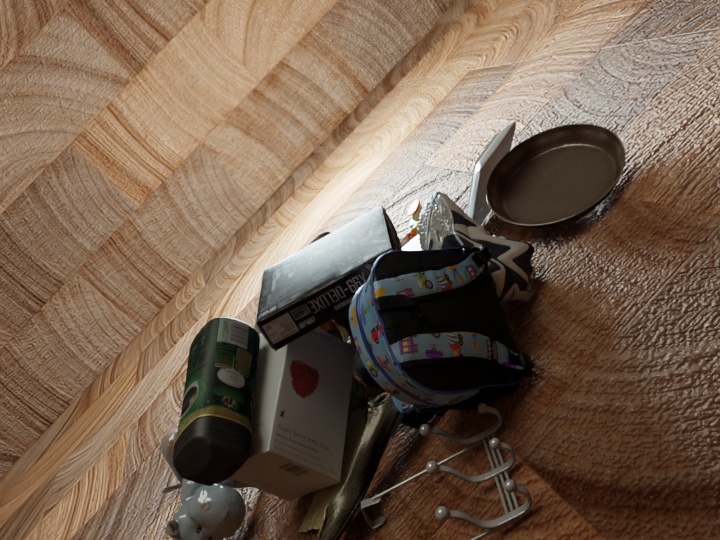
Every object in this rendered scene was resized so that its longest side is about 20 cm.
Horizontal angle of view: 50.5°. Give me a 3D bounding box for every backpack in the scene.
[{"bbox_3d":[0.070,0.070,0.845,0.198,0.185,0.134,-1,-24,-43],"label":"backpack"}]

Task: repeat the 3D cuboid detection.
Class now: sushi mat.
[{"bbox_3d":[-0.014,0.254,1.005,0.095,0.012,0.201,-29,24,44],"label":"sushi mat"}]

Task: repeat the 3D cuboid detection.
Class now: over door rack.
[{"bbox_3d":[0.070,0.233,0.774,0.200,0.067,0.148,-41,17,13],"label":"over door rack"}]

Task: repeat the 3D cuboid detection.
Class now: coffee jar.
[{"bbox_3d":[-0.182,0.166,0.978,0.104,0.085,0.202,-48,29,36],"label":"coffee jar"}]

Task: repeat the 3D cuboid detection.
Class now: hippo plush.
[{"bbox_3d":[-0.241,0.326,1.120,0.199,0.159,0.161,-39,18,18],"label":"hippo plush"}]

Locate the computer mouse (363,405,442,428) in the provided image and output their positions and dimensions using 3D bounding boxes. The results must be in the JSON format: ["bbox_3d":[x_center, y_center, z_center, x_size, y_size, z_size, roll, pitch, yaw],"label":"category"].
[{"bbox_3d":[0.085,0.121,1.007,0.140,0.046,0.201,-10,36,53],"label":"computer mouse"}]

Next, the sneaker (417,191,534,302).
[{"bbox_3d":[0.163,-0.025,1.013,0.080,0.128,0.200,-63,34,23],"label":"sneaker"}]

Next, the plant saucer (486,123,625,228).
[{"bbox_3d":[0.274,-0.128,1.073,0.198,0.032,0.202,-20,41,18],"label":"plant saucer"}]

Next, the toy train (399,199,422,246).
[{"bbox_3d":[0.095,-0.063,1.387,0.150,0.056,0.200,-41,18,13],"label":"toy train"}]

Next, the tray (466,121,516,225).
[{"bbox_3d":[0.195,-0.137,1.185,0.108,0.022,0.201,-52,-19,-22],"label":"tray"}]

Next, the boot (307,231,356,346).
[{"bbox_3d":[-0.001,0.001,1.110,0.166,0.065,0.200,-52,42,5],"label":"boot"}]

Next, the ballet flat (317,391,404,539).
[{"bbox_3d":[-0.004,0.232,0.901,0.202,0.046,0.067,-61,-5,-16],"label":"ballet flat"}]

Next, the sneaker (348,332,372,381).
[{"bbox_3d":[-0.012,0.086,1.194,0.075,0.116,0.200,-38,18,10],"label":"sneaker"}]

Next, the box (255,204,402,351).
[{"bbox_3d":[-0.040,0.005,1.007,0.198,0.050,0.158,-29,23,9],"label":"box"}]

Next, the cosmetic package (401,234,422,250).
[{"bbox_3d":[0.097,0.012,1.141,0.199,0.101,0.071,-40,18,19],"label":"cosmetic package"}]

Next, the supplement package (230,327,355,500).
[{"bbox_3d":[-0.095,0.186,1.038,0.119,0.120,0.202,-32,39,41],"label":"supplement package"}]

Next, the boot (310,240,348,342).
[{"bbox_3d":[-0.046,0.040,1.293,0.074,0.201,0.108,6,51,28],"label":"boot"}]

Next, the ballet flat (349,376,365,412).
[{"bbox_3d":[-0.061,0.182,1.186,0.071,0.071,0.199,-53,19,-24],"label":"ballet flat"}]

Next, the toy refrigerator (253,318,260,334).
[{"bbox_3d":[-0.136,0.101,1.239,0.070,0.075,0.202,-82,12,-72],"label":"toy refrigerator"}]
